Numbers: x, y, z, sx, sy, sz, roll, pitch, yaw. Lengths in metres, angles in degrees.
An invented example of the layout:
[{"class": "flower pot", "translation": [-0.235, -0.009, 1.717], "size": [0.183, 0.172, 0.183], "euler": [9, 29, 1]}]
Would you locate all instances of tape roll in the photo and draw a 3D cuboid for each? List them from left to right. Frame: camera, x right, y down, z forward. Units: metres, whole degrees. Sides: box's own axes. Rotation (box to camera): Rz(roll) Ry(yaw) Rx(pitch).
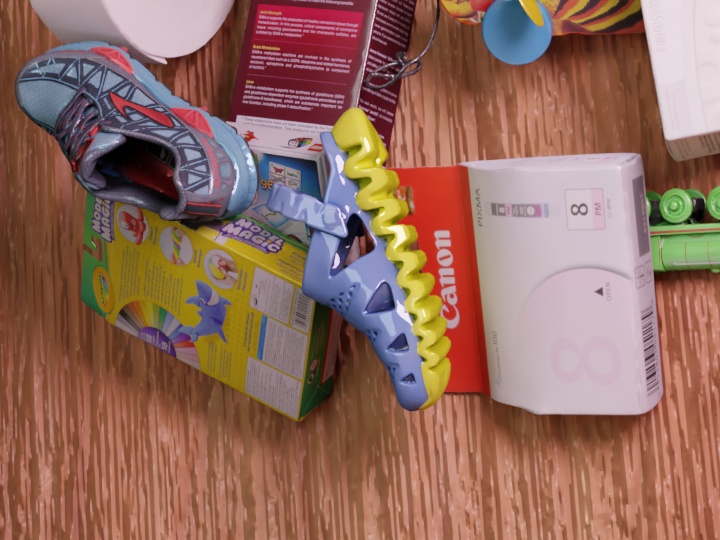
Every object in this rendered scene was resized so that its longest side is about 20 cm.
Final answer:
[{"class": "tape roll", "translation": [-0.162, -0.253, 1.509], "size": [0.070, 0.202, 0.204], "euler": [7, 84, 29]}]

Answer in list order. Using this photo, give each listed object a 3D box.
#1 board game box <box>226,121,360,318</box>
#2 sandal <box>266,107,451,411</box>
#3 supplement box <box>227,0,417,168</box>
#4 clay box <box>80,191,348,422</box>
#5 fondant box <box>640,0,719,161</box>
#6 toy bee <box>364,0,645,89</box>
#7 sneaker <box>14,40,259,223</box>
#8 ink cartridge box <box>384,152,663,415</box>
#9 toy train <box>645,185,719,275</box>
[{"class": "board game box", "translation": [-0.093, -0.042, 1.490], "size": [0.199, 0.035, 0.127], "euler": [11, 122, 31]}, {"class": "sandal", "translation": [0.000, 0.000, 1.376], "size": [0.087, 0.079, 0.201], "euler": [-21, 80, 7]}, {"class": "supplement box", "translation": [-0.023, -0.172, 1.495], "size": [0.108, 0.061, 0.201], "euler": [10, 87, 31]}, {"class": "clay box", "translation": [-0.106, 0.011, 1.475], "size": [0.199, 0.048, 0.115], "euler": [27, 128, 23]}, {"class": "fondant box", "translation": [0.276, -0.161, 1.301], "size": [0.199, 0.058, 0.145], "euler": [-11, 75, 12]}, {"class": "toy bee", "translation": [0.093, -0.190, 1.385], "size": [0.199, 0.131, 0.109], "euler": [-19, 114, -6]}, {"class": "sneaker", "translation": [-0.167, -0.095, 1.428], "size": [0.199, 0.095, 0.080], "euler": [27, 118, 24]}, {"class": "ink cartridge box", "translation": [0.094, 0.011, 1.375], "size": [0.199, 0.057, 0.164], "euler": [-2, 101, 25]}, {"class": "toy train", "translation": [0.192, -0.024, 1.360], "size": [0.199, 0.042, 0.057], "euler": [-2, 90, 30]}]
